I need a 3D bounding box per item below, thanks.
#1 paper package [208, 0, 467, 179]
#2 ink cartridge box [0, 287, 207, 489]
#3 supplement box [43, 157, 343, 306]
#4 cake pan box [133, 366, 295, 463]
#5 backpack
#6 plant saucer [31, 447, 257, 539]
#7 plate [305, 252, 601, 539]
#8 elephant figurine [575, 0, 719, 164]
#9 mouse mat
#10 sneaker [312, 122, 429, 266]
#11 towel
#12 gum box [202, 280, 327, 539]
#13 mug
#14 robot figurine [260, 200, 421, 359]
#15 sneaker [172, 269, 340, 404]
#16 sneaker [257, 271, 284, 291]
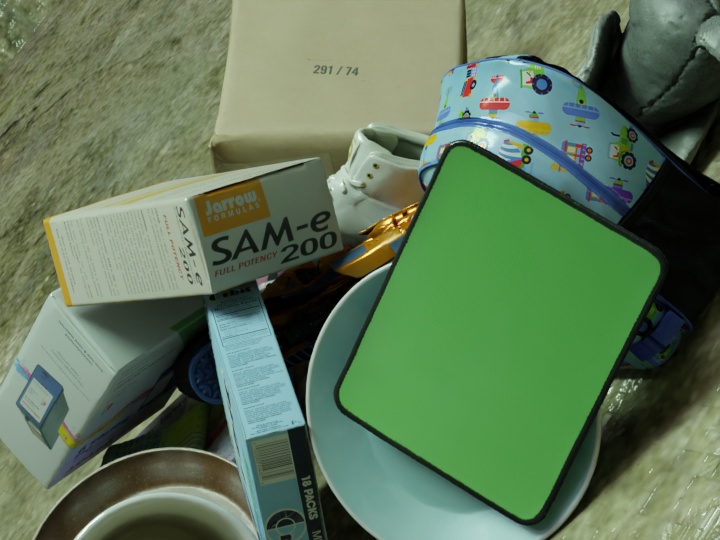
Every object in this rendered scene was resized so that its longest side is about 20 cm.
[{"bbox_3d":[-0.012,-0.137,1.908,0.199,0.104,0.191,-1,46,5],"label":"paper package"},{"bbox_3d":[-0.202,0.069,1.881,0.145,0.088,0.200,-34,-11,-39],"label":"ink cartridge box"},{"bbox_3d":[-0.125,-0.026,1.717,0.126,0.074,0.200,-19,8,-37],"label":"supplement box"},{"bbox_3d":[-0.134,0.161,1.912,0.200,0.052,0.184,-42,20,22],"label":"cake pan box"},{"bbox_3d":[0.124,-0.042,1.502,0.135,0.200,0.182,-57,22,-17],"label":"backpack"},{"bbox_3d":[-0.153,0.224,1.741,0.199,0.035,0.201,-8,52,10],"label":"plant saucer"},{"bbox_3d":[0.060,0.087,1.474,0.200,0.200,0.026,-42,-10,22],"label":"plate"},{"bbox_3d":[0.200,-0.127,1.634,0.200,0.155,0.142,-52,61,28],"label":"elephant figurine"},{"bbox_3d":[0.083,0.039,1.438,0.008,0.161,0.200,-21,-41,-63],"label":"mouse mat"},{"bbox_3d":[-0.019,-0.065,1.805,0.074,0.199,0.116,-91,2,-54],"label":"sneaker"},{"bbox_3d":[-0.186,0.202,1.846,0.143,0.023,0.200,-24,38,47],"label":"towel"},{"bbox_3d":[-0.063,0.129,1.626,0.044,0.170,0.200,-13,31,-5],"label":"gum box"},{"bbox_3d":[-0.152,0.236,1.600,0.186,0.150,0.153,-32,0,-9],"label":"mug"},{"bbox_3d":[0.000,0.000,1.736,0.200,0.058,0.145,-30,5,18],"label":"robot figurine"},{"bbox_3d":[-0.060,0.043,1.853,0.200,0.070,0.078,-25,11,-18],"label":"sneaker"},{"bbox_3d":[-0.060,-0.015,1.911,0.199,0.070,0.082,-20,66,18],"label":"sneaker"}]
